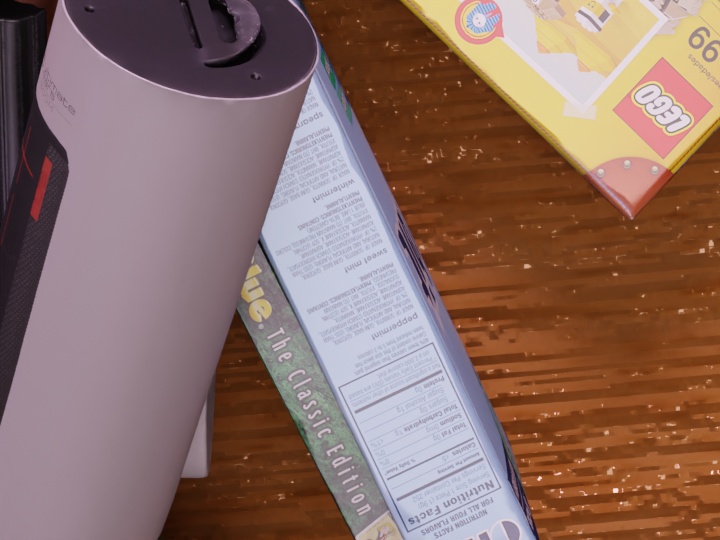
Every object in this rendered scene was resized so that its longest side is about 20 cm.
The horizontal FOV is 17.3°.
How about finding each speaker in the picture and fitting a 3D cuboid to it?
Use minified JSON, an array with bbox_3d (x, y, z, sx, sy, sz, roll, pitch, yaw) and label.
[{"bbox_3d":[-0.076,0.000,0.747,0.081,0.081,0.201,18,126,-4],"label":"speaker"}]

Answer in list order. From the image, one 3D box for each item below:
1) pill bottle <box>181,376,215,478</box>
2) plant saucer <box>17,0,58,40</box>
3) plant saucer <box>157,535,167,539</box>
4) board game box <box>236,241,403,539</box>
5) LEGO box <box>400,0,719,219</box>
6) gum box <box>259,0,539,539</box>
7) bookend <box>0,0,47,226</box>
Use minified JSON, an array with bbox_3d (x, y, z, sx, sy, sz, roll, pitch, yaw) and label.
[{"bbox_3d":[-0.154,0.034,0.884,0.198,0.111,0.112,2,100,-1],"label":"pill bottle"},{"bbox_3d":[-0.167,-0.132,0.894,0.198,0.037,0.202,0,99,0],"label":"plant saucer"},{"bbox_3d":[-0.128,0.147,0.903,0.198,0.031,0.201,0,136,0],"label":"plant saucer"},{"bbox_3d":[-0.027,0.022,0.888,0.023,0.105,0.201,-26,100,5],"label":"board game box"},{"bbox_3d":[0.075,-0.144,0.874,0.200,0.077,0.149,42,96,-7],"label":"LEGO box"},{"bbox_3d":[0.000,0.000,0.851,0.044,0.170,0.201,-24,99,3],"label":"gum box"},{"bbox_3d":[-0.238,-0.034,0.790,0.199,0.199,0.093,16,124,19],"label":"bookend"}]
